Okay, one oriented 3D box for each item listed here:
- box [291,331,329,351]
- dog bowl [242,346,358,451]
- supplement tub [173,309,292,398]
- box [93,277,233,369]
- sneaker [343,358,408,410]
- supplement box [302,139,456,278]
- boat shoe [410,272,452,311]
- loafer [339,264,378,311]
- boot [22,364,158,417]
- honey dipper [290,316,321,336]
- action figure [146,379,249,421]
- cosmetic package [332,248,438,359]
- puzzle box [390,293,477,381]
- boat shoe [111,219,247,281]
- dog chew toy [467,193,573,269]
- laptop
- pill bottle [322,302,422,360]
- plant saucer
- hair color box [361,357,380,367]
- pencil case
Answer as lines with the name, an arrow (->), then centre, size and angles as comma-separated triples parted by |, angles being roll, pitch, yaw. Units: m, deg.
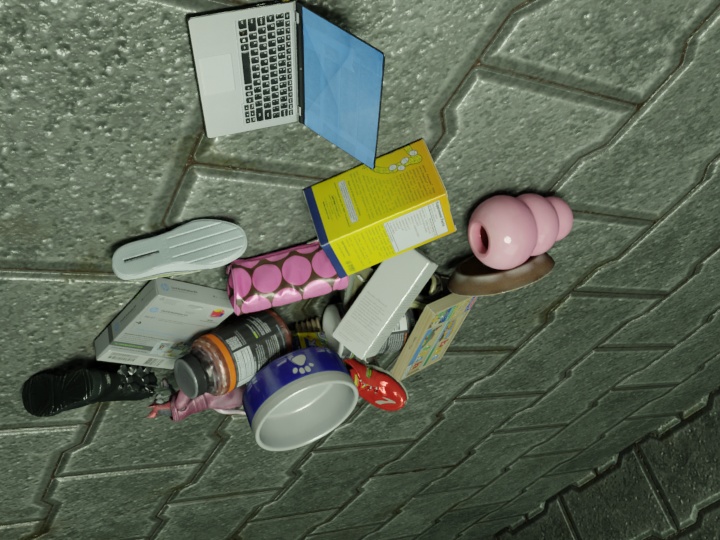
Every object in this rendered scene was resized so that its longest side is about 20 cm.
box -> -0.133, 0.186, 1.458 | 0.064, 0.071, 0.200 | 0, 153, -37
dog bowl -> -0.106, 0.228, 1.349 | 0.197, 0.079, 0.202 | -21, 145, -15
supplement tub -> -0.221, 0.147, 1.315 | 0.198, 0.107, 0.107 | -24, 157, -39
box -> -0.332, 0.094, 1.288 | 0.155, 0.042, 0.199 | 15, 135, -45
sneaker -> -0.002, 0.216, 1.471 | 0.078, 0.198, 0.085 | -61, 175, 14
supplement box -> 0.030, -0.091, 1.150 | 0.197, 0.111, 0.109 | -22, 149, 4
boat shoe -> 0.125, 0.036, 1.435 | 0.197, 0.074, 0.065 | 0, 149, -30
loafer -> 0.000, 0.000, 1.304 | 0.068, 0.076, 0.201 | -7, 147, -12
boot -> -0.474, 0.210, 1.354 | 0.196, 0.075, 0.162 | -16, 168, 25
honey dipper -> -0.171, 0.131, 1.451 | 0.197, 0.038, 0.038 | -15, 149, -2
action figure -> -0.302, 0.242, 1.427 | 0.198, 0.151, 0.134 | -22, 168, -24
cosmetic package -> 0.044, 0.049, 1.308 | 0.201, 0.071, 0.101 | -55, 167, 6
puzzle box -> 0.141, 0.121, 1.454 | 0.132, 0.025, 0.202 | -22, 147, -39
boat shoe -> -0.266, -0.029, 1.129 | 0.197, 0.073, 0.062 | -11, 173, -9
dog chew toy -> 0.285, -0.076, 1.318 | 0.197, 0.126, 0.125 | -14, 149, -25
laptop -> -0.087, -0.204, 0.901 | 0.197, 0.117, 0.188 | -13, 148, -12
pill bottle -> 0.034, 0.108, 1.459 | 0.197, 0.107, 0.107 | -5, 146, -24
plant saucer -> 0.251, -0.006, 1.382 | 0.197, 0.200, 0.033 | -17, 105, -5
hair color box -> -0.063, 0.220, 1.561 | 0.198, 0.112, 0.064 | -30, -178, 17
pencil case -> -0.121, 0.005, 1.235 | 0.197, 0.095, 0.091 | -16, -167, -9
